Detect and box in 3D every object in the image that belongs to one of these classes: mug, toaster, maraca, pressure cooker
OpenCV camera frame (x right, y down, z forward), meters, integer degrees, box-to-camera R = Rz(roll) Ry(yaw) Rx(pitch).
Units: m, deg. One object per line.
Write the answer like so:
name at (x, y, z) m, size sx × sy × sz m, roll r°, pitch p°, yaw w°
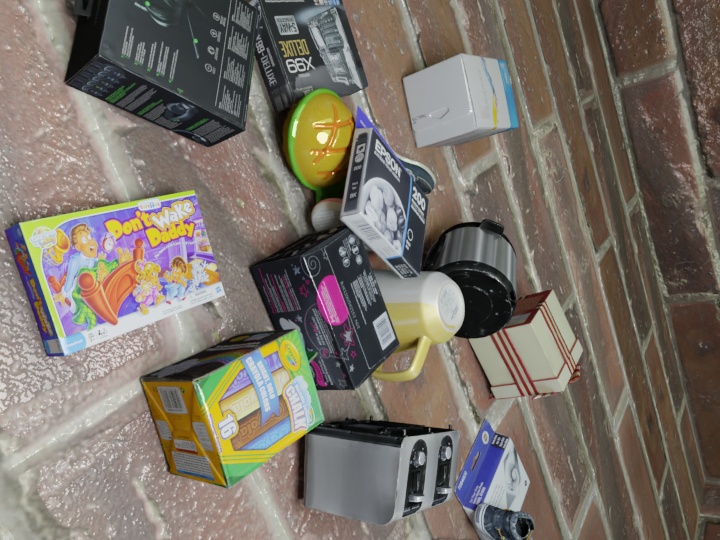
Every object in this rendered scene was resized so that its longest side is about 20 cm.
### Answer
mug at (0.090, 0.084, 0.921) m, size 0.149 × 0.152 × 0.189 m, roll 2°, pitch 82°, yaw -49°
toaster at (0.023, 0.278, 0.794) m, size 0.180 × 0.199 × 0.120 m, roll 19°, pitch 71°, yaw -54°
maraca at (-0.054, -0.182, 0.845) m, size 0.137 × 0.106 × 0.201 m, roll -51°, pitch 146°, yaw -21°
pressure cooker at (0.211, 0.009, 1.051) m, size 0.179 × 0.175 × 0.201 m, roll 58°, pitch 31°, yaw -25°

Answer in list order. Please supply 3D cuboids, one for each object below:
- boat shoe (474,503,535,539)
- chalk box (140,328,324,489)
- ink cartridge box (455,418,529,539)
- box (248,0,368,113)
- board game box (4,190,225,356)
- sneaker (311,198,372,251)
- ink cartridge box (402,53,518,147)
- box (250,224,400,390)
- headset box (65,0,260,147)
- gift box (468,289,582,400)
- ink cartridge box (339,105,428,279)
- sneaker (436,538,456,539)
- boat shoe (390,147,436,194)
boat shoe at (0.311, 0.520, 1.084) m, size 0.200 × 0.090 × 0.071 m, roll 40°, pitch 58°, yaw -35°
chalk box at (-0.135, 0.149, 0.671) m, size 0.199 × 0.124 × 0.125 m, roll -22°, pitch 99°, yaw -47°
ink cartridge box at (0.285, 0.457, 1.164) m, size 0.200 × 0.040 × 0.201 m, roll -50°, pitch 119°, yaw -41°
box at (-0.082, -0.351, 0.879) m, size 0.200 × 0.049 × 0.159 m, roll -32°, pitch 108°, yaw -47°
board game box at (-0.261, -0.005, 0.613) m, size 0.199 × 0.045 × 0.136 m, roll -24°, pitch 101°, yaw -48°
sneaker at (-0.007, -0.098, 0.902) m, size 0.199 × 0.075 × 0.105 m, roll 16°, pitch 52°, yaw -43°
ink cartridge box at (0.211, -0.347, 1.144) m, size 0.199 × 0.146 × 0.147 m, roll -19°, pitch 98°, yaw -49°
box at (-0.047, 0.053, 0.798) m, size 0.132 × 0.114 × 0.202 m, roll -35°, pitch 110°, yaw -48°
headset box at (-0.233, -0.273, 0.657) m, size 0.199 × 0.092 × 0.176 m, roll 17°, pitch 71°, yaw -46°
gift box at (0.353, 0.180, 1.195) m, size 0.200 × 0.184 × 0.188 m, roll -37°, pitch 102°, yaw -42°
ink cartridge box at (0.045, -0.119, 0.841) m, size 0.198 × 0.043 × 0.202 m, roll 41°, pitch 49°, yaw -49°
sneaker at (0.199, 0.569, 1.022) m, size 0.199 × 0.075 × 0.115 m, roll 26°, pitch 65°, yaw -37°
boat shoe at (0.063, -0.176, 0.997) m, size 0.199 × 0.074 × 0.062 m, roll 25°, pitch 63°, yaw -43°
